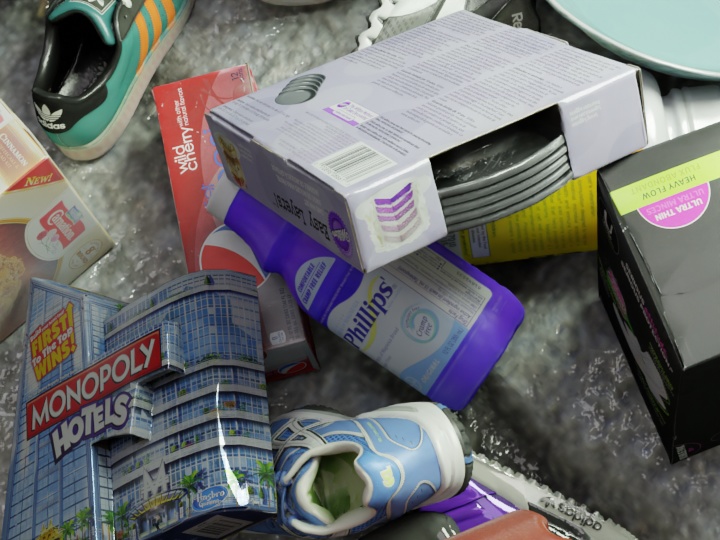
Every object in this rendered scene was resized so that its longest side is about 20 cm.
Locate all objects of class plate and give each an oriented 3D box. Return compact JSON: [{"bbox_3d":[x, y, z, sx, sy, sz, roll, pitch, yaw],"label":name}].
[{"bbox_3d":[0.199,-0.167,1.058,0.198,0.026,0.201,11,36,-8],"label":"plate"}]

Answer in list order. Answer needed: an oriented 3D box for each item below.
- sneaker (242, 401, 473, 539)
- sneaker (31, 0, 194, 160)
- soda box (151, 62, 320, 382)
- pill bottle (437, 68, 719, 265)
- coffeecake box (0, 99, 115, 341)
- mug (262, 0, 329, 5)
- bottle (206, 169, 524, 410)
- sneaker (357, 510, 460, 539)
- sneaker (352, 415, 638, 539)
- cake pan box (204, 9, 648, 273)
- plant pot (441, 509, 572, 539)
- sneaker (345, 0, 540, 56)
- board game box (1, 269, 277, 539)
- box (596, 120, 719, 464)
[{"bbox_3d":[-0.029,0.119,0.966,0.199,0.077,0.077,-21,86,44],"label":"sneaker"},{"bbox_3d":[-0.167,-0.179,1.136,0.071,0.080,0.202,15,73,14],"label":"sneaker"},{"bbox_3d":[-0.082,-0.028,1.078,0.069,0.064,0.202,-14,68,3],"label":"soda box"},{"bbox_3d":[0.128,-0.065,1.035,0.197,0.109,0.111,-7,69,7],"label":"pill bottle"},{"bbox_3d":[-0.270,-0.002,1.049,0.200,0.154,0.073,-41,70,-7],"label":"coffeecake box"},{"bbox_3d":[-0.040,-0.272,1.107,0.148,0.187,0.155,-3,77,-16],"label":"mug"},{"bbox_3d":[0.000,0.000,0.999,0.199,0.084,0.065,35,43,3],"label":"bottle"},{"bbox_3d":[-0.023,0.207,0.946,0.199,0.091,0.076,-39,69,14],"label":"sneaker"},{"bbox_3d":[0.060,0.161,0.985,0.198,0.070,0.100,24,81,18],"label":"sneaker"},{"bbox_3d":[0.034,-0.079,0.915,0.183,0.053,0.200,-26,28,-19],"label":"cake pan box"},{"bbox_3d":[0.035,0.230,0.842,0.194,0.201,0.202,-23,67,-19],"label":"plant pot"},{"bbox_3d":[0.072,-0.171,1.105,0.090,0.067,0.200,38,77,21],"label":"sneaker"},{"bbox_3d":[-0.145,0.079,1.006,0.199,0.061,0.202,-30,57,36],"label":"board game box"},{"bbox_3d":[0.222,0.007,0.945,0.147,0.200,0.125,-21,68,1],"label":"box"}]
